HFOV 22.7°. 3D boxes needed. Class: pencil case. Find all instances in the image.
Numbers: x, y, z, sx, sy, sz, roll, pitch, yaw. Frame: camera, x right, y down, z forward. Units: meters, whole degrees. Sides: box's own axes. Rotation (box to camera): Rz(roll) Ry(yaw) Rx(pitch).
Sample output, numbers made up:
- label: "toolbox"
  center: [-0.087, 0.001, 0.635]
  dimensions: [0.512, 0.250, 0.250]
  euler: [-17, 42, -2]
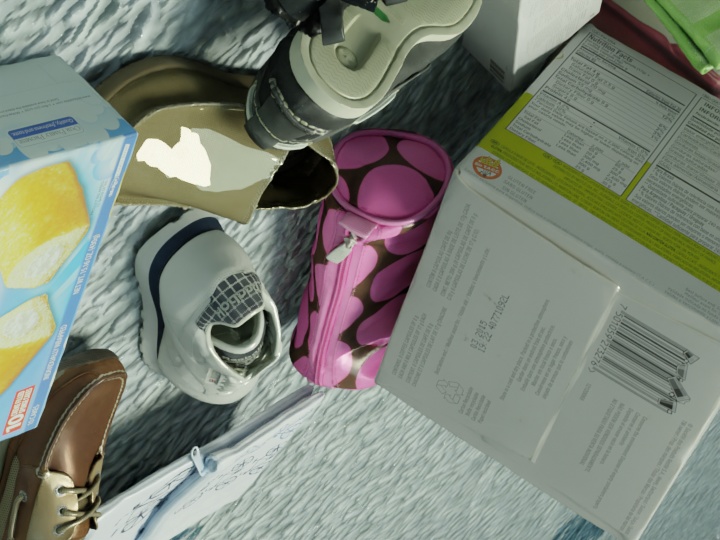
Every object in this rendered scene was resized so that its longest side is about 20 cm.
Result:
- label: "pencil case"
  center: [0.000, 0.000, 1.156]
  dimensions: [0.200, 0.090, 0.094]
  euler: [100, 8, -51]

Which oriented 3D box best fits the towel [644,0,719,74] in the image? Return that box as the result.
- label: "towel"
  center: [0.237, -0.207, 1.148]
  dimensions: [0.200, 0.149, 0.031]
  euler: [-27, 160, -35]

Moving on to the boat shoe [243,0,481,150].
- label: "boat shoe"
  center: [0.002, -0.125, 0.960]
  dimensions: [0.068, 0.072, 0.200]
  euler: [-43, -177, 40]

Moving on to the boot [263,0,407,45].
- label: "boot"
  center: [0.035, -0.197, 0.869]
  dimensions: [0.162, 0.073, 0.199]
  euler: [-27, -155, 31]

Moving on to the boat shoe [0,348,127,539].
- label: "boat shoe"
  center: [-0.183, 0.133, 1.071]
  dimensions: [0.076, 0.072, 0.200]
  euler: [-14, 141, -52]

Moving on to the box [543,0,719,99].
- label: "box"
  center: [0.208, -0.133, 1.238]
  dimensions: [0.109, 0.128, 0.200]
  euler: [-28, 150, -38]

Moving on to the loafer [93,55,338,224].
- label: "loafer"
  center: [-0.076, -0.065, 0.939]
  dimensions: [0.200, 0.067, 0.076]
  euler: [-13, 140, -53]

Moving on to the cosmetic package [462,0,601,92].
- label: "cosmetic package"
  center: [0.104, -0.183, 1.045]
  dimensions: [0.082, 0.051, 0.200]
  euler: [-40, 166, -10]

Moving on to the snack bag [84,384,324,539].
- label: "snack bag"
  center: [-0.131, 0.160, 1.213]
  dimensions: [0.200, 0.021, 0.189]
  euler: [-28, 166, -37]

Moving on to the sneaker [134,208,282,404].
- label: "sneaker"
  center: [-0.084, 0.043, 1.087]
  dimensions: [0.076, 0.080, 0.200]
  euler: [-42, 158, -14]

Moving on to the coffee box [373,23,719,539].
- label: "coffee box"
  center: [0.158, 0.005, 1.140]
  dimensions: [0.198, 0.200, 0.200]
  euler: [-49, 165, -44]

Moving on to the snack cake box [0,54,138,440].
- label: "snack cake box"
  center: [-0.193, 0.004, 0.851]
  dimensions: [0.115, 0.067, 0.200]
  euler: [-22, 147, -45]
